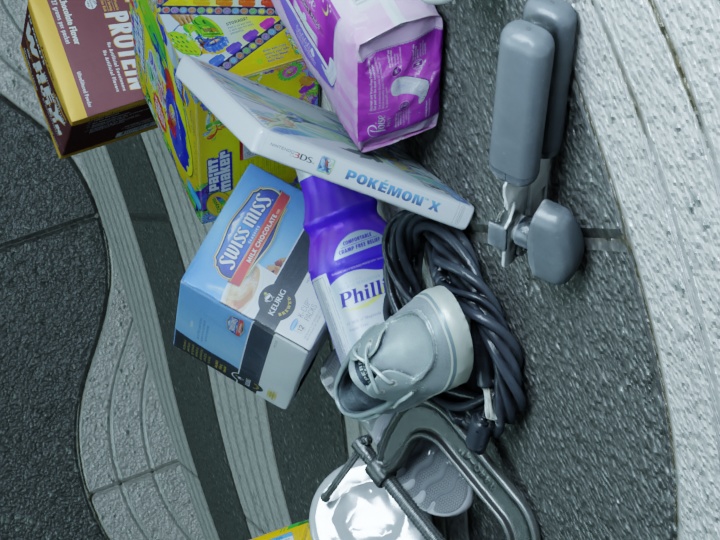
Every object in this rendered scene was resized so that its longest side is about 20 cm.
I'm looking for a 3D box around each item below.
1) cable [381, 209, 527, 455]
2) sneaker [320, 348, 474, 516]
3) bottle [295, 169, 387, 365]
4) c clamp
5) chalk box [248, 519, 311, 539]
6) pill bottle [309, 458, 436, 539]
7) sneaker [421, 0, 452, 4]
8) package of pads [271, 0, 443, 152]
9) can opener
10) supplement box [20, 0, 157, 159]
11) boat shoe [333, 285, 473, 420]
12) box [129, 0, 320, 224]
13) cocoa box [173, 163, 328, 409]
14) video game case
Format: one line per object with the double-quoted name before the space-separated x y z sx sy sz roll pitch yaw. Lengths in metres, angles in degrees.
"cable" 0.063 0.034 1.315 0.164 0.050 0.201 98 150 -60
"sneaker" 0.047 0.138 1.513 0.082 0.075 0.200 33 -165 -50
"bottle" 0.000 0.000 1.440 0.065 0.083 0.202 150 101 -76
"c clamp" 0.063 0.194 1.415 0.200 0.027 0.172 45 129 27
"chalk box" -0.026 0.328 1.769 0.199 0.124 0.125 12 -122 -56
"pill bottle" 0.017 0.247 1.600 0.200 0.110 0.112 74 172 -71
"sneaker" 0.022 -0.255 1.057 0.130 0.079 0.202 174 87 -73
"package of pads" -0.011 -0.198 1.246 0.121 0.075 0.201 89 157 -54
"can opener" 0.114 -0.070 1.032 0.066 0.053 0.201 28 146 21
"supplement box" -0.241 -0.226 1.819 0.200 0.195 0.134 153 98 -75
"boat shoe" 0.026 0.072 1.284 0.071 0.071 0.201 65 159 12
"box" -0.127 -0.189 1.598 0.201 0.121 0.194 94 154 -57
"cocoa box" -0.084 0.019 1.576 0.130 0.134 0.200 29 160 2
"video game case" -0.030 -0.098 1.287 0.022 0.181 0.200 -65 29 12
